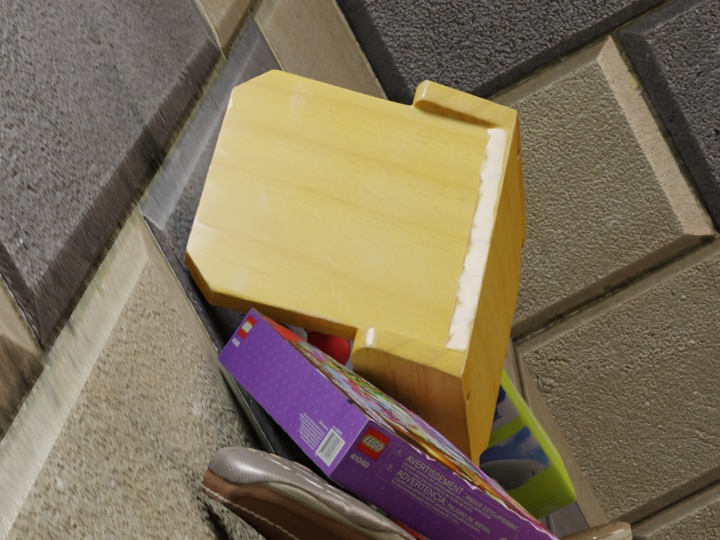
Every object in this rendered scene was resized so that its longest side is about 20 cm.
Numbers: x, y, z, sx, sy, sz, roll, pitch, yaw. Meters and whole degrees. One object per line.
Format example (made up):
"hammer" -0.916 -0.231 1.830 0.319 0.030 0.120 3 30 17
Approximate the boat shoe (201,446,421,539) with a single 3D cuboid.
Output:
"boat shoe" -0.003 0.155 1.144 0.200 0.072 0.076 35 -4 -29

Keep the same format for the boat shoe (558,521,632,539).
"boat shoe" 0.134 0.226 1.611 0.200 0.072 0.065 -35 -110 54

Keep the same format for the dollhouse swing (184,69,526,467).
"dollhouse swing" 0.000 0.000 1.421 0.182 0.174 0.201 80 19 -54

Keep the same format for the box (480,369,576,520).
"box" 0.061 0.122 1.562 0.200 0.121 0.048 54 10 -50

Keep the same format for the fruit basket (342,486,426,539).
"fruit basket" 0.039 0.195 1.348 0.200 0.094 0.185 53 5 7

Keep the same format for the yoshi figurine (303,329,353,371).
"yoshi figurine" -0.013 0.011 1.564 0.200 0.112 0.112 55 -6 -33

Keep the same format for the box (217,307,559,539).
"box" 0.012 0.095 1.235 0.137 0.039 0.200 35 1 -26

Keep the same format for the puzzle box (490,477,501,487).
"puzzle box" 0.125 0.213 1.472 0.200 0.025 0.133 51 7 15
